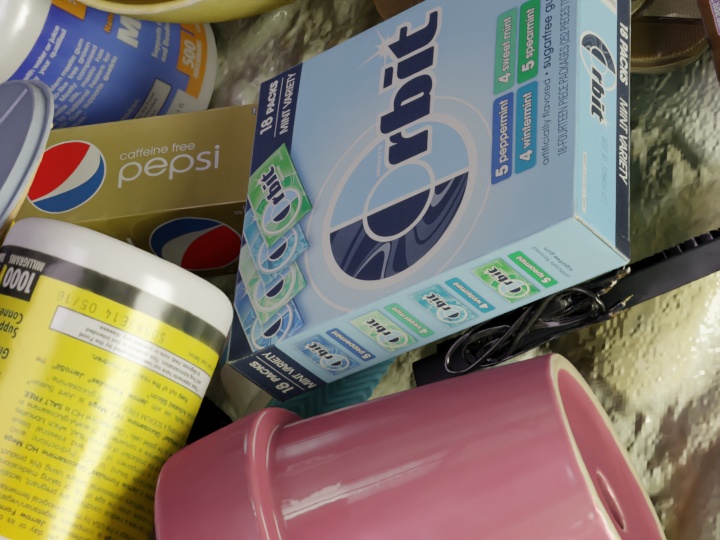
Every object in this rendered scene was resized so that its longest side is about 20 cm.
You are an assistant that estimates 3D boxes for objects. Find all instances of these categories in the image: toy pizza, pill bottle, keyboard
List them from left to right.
[{"bbox_3d":[-0.212,-0.009,1.218,0.200,0.032,0.201,-39,26,24],"label":"toy pizza"},{"bbox_3d":[-0.183,-0.134,1.371,0.112,0.199,0.113,-17,62,36],"label":"pill bottle"},{"bbox_3d":[-0.142,0.087,1.126,0.112,0.112,0.201,11,76,44],"label":"pill bottle"},{"bbox_3d":[0.108,0.001,1.121,0.199,0.104,0.040,-25,90,32],"label":"keyboard"}]

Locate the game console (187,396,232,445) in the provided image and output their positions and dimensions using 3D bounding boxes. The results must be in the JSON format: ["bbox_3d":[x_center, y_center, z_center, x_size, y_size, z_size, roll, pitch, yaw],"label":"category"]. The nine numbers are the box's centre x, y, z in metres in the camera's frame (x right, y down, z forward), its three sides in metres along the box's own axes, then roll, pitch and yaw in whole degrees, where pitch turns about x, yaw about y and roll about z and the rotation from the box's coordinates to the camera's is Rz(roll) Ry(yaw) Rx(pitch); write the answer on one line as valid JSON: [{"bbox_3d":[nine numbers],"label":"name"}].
[{"bbox_3d":[-0.185,0.122,1.322,0.176,0.116,0.201,34,97,54],"label":"game console"}]

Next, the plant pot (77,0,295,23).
[{"bbox_3d":[-0.070,-0.214,1.329,0.199,0.142,0.202,-6,76,26],"label":"plant pot"}]

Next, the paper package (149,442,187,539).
[{"bbox_3d":[-0.179,0.118,1.255,0.190,0.103,0.201,-24,72,18],"label":"paper package"}]

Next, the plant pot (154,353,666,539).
[{"bbox_3d":[0.035,0.132,1.087,0.178,0.200,0.201,-27,55,12],"label":"plant pot"}]

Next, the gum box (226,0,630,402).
[{"bbox_3d":[0.032,-0.049,1.147,0.199,0.044,0.171,-23,46,34],"label":"gum box"}]

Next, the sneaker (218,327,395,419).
[{"bbox_3d":[0.000,0.000,1.239,0.200,0.076,0.081,-46,47,15],"label":"sneaker"}]

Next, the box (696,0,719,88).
[{"bbox_3d":[0.210,-0.184,1.142,0.136,0.039,0.201,-26,57,25],"label":"box"}]

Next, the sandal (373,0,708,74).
[{"bbox_3d":[0.090,-0.132,1.233,0.199,0.054,0.081,15,79,30],"label":"sandal"}]

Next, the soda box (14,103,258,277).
[{"bbox_3d":[-0.116,-0.035,1.303,0.198,0.068,0.064,-6,57,12],"label":"soda box"}]
